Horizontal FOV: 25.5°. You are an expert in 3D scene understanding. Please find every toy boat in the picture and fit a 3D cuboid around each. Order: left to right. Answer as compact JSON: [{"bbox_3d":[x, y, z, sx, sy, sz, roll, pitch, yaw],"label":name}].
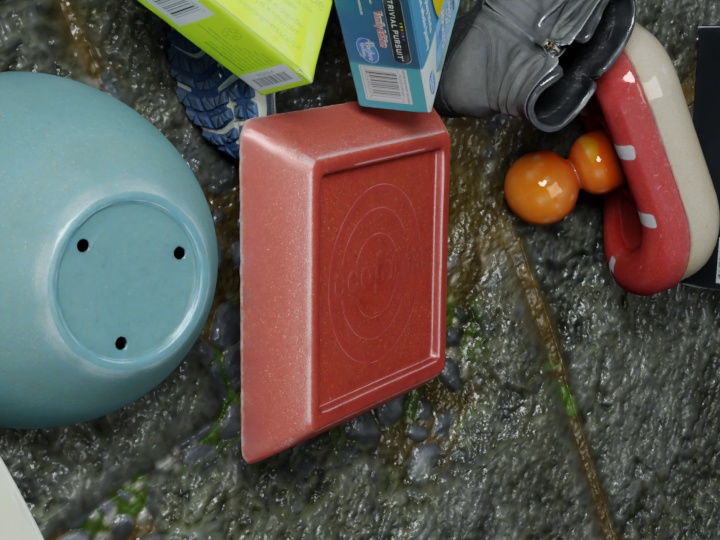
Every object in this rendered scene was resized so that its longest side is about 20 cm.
[{"bbox_3d":[0.162,-0.071,1.099,0.131,0.131,0.200,-23,113,1],"label":"toy boat"}]

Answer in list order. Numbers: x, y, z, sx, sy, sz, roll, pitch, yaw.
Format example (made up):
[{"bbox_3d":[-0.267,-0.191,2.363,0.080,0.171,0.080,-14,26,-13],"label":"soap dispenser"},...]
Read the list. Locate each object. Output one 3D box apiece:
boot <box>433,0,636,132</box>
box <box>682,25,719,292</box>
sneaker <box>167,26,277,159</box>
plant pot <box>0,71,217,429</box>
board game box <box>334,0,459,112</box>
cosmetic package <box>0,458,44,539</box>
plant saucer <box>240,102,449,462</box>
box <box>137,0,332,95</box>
[{"bbox_3d":[0.132,-0.176,1.034,0.070,0.132,0.200,32,79,-35],"label":"boot"},{"bbox_3d":[0.327,-0.085,1.227,0.141,0.079,0.200,-2,98,-33],"label":"box"},{"bbox_3d":[-0.064,-0.164,0.929,0.085,0.077,0.200,-20,110,-37],"label":"sneaker"},{"bbox_3d":[-0.154,-0.003,0.850,0.200,0.135,0.201,-7,102,-36],"label":"plant pot"},{"bbox_3d":[0.033,-0.217,0.922,0.151,0.047,0.200,74,27,-59],"label":"board game box"},{"bbox_3d":[-0.224,0.124,0.778,0.071,0.200,0.105,-33,114,-27],"label":"cosmetic package"},{"bbox_3d":[0.000,0.000,0.970,0.200,0.037,0.200,-18,112,-56],"label":"plant saucer"},{"bbox_3d":[-0.055,-0.212,0.865,0.122,0.048,0.200,35,59,-40],"label":"box"}]
